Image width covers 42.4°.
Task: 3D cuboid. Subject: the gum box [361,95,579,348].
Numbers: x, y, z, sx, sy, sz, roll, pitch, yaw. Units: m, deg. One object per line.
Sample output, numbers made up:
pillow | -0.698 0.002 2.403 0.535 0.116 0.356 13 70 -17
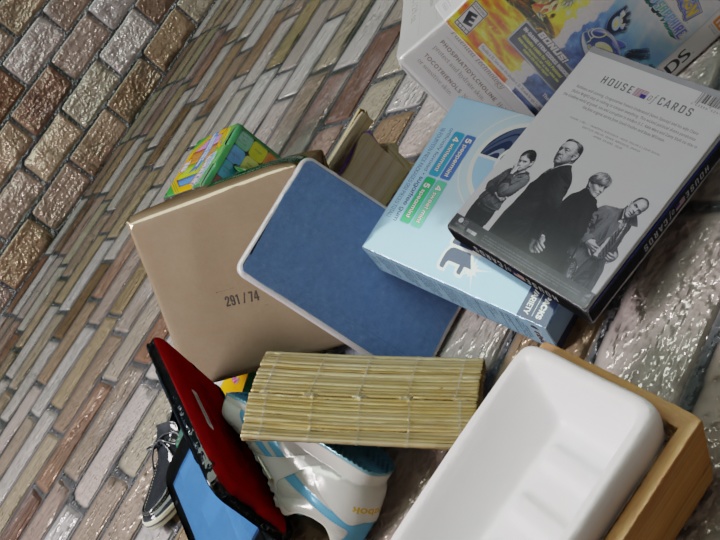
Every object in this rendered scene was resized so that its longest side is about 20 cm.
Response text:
gum box | 0.122 -0.049 0.787 0.198 0.045 0.171 25 77 38

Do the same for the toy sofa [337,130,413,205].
toy sofa | -0.022 -0.057 1.065 0.202 0.097 0.083 -57 20 -10

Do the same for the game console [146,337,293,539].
game console | -0.156 0.194 0.858 0.118 0.173 0.200 -39 46 0

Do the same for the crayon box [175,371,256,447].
crayon box | -0.133 0.116 1.080 0.118 0.058 0.202 -30 33 38

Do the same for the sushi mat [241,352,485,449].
sushi mat | 0.003 0.106 0.763 0.196 0.012 0.097 0 43 14

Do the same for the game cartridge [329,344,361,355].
game cartridge | -0.034 0.145 0.904 0.200 0.041 0.134 -42 23 21

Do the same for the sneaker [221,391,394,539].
sneaker | -0.060 0.165 0.813 0.198 0.076 0.082 25 102 43

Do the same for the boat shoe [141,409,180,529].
boat shoe | -0.219 0.208 1.106 0.074 0.062 0.203 -18 43 47

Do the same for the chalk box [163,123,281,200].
chalk box | -0.194 -0.136 1.436 0.199 0.124 0.125 -6 51 55

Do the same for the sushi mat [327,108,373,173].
sushi mat | -0.045 -0.094 1.055 0.202 0.012 0.096 -57 -5 9

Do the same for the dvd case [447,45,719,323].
dvd case | 0.181 -0.075 0.723 0.201 0.025 0.150 -50 49 -7

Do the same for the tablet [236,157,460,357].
tablet | 0.000 0.000 0.852 0.131 0.198 0.014 -59 6 -16

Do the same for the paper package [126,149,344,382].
paper package | -0.108 -0.002 0.949 0.197 0.194 0.104 -16 12 17

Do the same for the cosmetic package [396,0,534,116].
cosmetic package | 0.163 -0.256 0.933 0.199 0.166 0.169 -35 30 30

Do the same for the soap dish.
soap dish | 0.114 0.157 0.582 0.201 0.081 0.157 -54 25 -5

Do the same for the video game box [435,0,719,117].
video game box | 0.195 -0.221 0.797 0.182 0.199 0.047 -44 30 17
